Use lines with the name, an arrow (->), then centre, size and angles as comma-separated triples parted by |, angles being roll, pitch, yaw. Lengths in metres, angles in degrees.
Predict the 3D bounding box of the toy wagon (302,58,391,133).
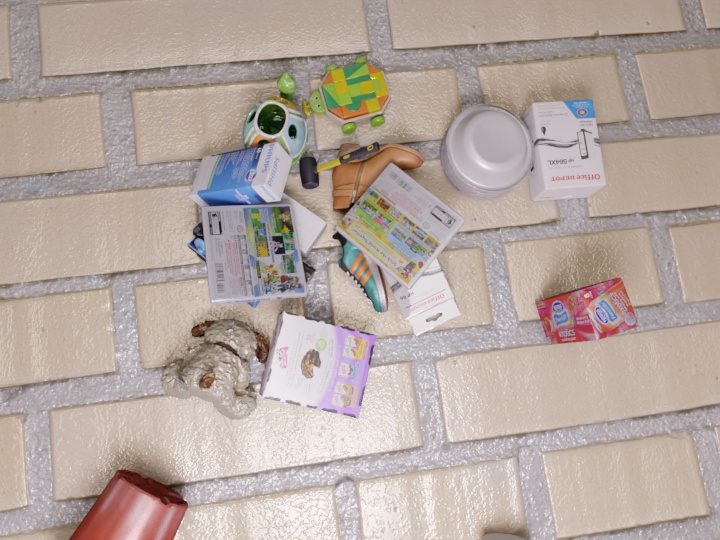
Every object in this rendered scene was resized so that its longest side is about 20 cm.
toy wagon -> -0.034, -0.389, 1.196 | 0.198, 0.040, 0.157 | -15, 82, -7

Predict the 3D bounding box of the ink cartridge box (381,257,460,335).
ink cartridge box -> 0.121, 0.026, 1.114 | 0.115, 0.068, 0.202 | -25, 86, 5

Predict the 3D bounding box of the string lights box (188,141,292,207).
string lights box -> -0.244, -0.188, 1.075 | 0.198, 0.059, 0.104 | -2, 61, 29

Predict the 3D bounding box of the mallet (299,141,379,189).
mallet -> -0.047, -0.219, 1.119 | 0.198, 0.041, 0.067 | -6, 82, 32

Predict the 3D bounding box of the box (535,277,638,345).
box -> 0.449, 0.087, 1.077 | 0.094, 0.200, 0.101 | -15, 82, -9

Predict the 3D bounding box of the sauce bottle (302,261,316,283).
sauce bottle -> -0.184, -0.040, 1.117 | 0.199, 0.065, 0.065 | 35, 80, 0

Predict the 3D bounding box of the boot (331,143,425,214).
boot -> 0.035, -0.191, 1.145 | 0.197, 0.077, 0.157 | 6, 75, 2

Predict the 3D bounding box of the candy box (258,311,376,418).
candy box -> -0.085, 0.187, 1.062 | 0.198, 0.071, 0.170 | 17, 80, -15

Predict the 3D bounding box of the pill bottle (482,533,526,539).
pill bottle -> 0.280, 0.625, 1.020 | 0.112, 0.113, 0.203 | 4, 80, -4

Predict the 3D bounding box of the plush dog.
plush dog -> -0.274, 0.171, 1.046 | 0.198, 0.161, 0.173 | 21, 53, -3

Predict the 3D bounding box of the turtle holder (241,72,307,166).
turtle holder -> -0.170, -0.306, 1.125 | 0.141, 0.132, 0.186 | 43, 80, 4

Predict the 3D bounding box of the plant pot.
plant pot -> -0.423, 0.484, 0.956 | 0.199, 0.201, 0.197 | 28, 71, 0

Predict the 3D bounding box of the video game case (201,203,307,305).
video game case -> -0.206, -0.037, 1.026 | 0.180, 0.022, 0.202 | -4, 66, -19

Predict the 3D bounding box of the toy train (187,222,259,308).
toy train -> -0.258, -0.016, 1.078 | 0.199, 0.114, 0.087 | 37, 60, 3

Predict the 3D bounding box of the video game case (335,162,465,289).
video game case -> 0.080, -0.093, 1.081 | 0.200, 0.023, 0.182 | 40, 84, 12

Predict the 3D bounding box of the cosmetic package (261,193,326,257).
cosmetic package -> -0.175, -0.120, 1.135 | 0.199, 0.051, 0.083 | 35, 78, 2

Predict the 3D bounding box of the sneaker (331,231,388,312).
sneaker -> 0.000, 0.000, 1.127 | 0.079, 0.071, 0.202 | -20, 85, 7

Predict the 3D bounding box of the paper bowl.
paper bowl -> 0.282, -0.267, 1.171 | 0.198, 0.104, 0.203 | 1, 80, -5

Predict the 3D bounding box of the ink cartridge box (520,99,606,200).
ink cartridge box -> 0.452, -0.268, 1.194 | 0.144, 0.084, 0.203 | -5, 81, -5
